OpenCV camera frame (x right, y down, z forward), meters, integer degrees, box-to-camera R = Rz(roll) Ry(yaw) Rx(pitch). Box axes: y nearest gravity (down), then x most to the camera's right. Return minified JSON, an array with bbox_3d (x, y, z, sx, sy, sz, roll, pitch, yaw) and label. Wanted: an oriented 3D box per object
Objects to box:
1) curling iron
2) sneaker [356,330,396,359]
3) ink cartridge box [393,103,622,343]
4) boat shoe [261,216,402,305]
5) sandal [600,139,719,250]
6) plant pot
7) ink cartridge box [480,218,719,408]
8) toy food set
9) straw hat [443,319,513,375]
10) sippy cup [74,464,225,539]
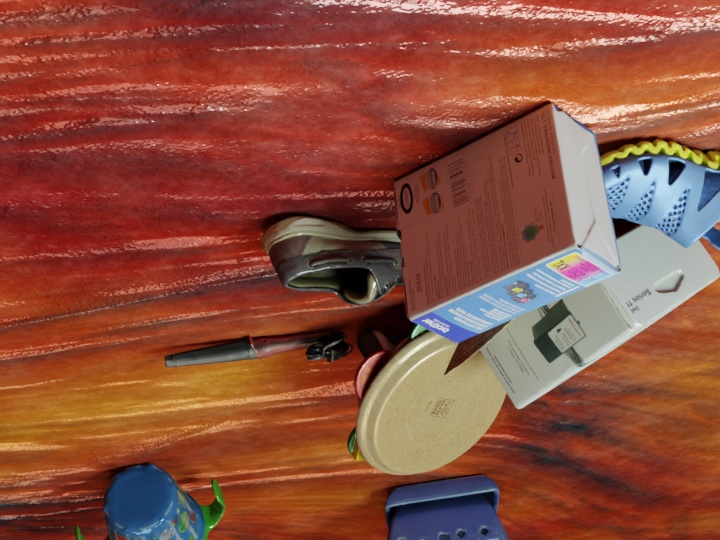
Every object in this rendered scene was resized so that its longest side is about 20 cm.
[{"bbox_3d":[-0.106,0.082,1.469,0.198,0.026,0.050,-3,-167,-3],"label":"curling iron"},{"bbox_3d":[0.072,0.099,1.546,0.115,0.076,0.201,-31,147,3],"label":"sneaker"},{"bbox_3d":[0.104,-0.031,1.163,0.199,0.138,0.076,-24,146,31],"label":"ink cartridge box"},{"bbox_3d":[0.000,0.000,1.282,0.199,0.065,0.072,11,148,-38],"label":"boat shoe"},{"bbox_3d":[0.279,-0.060,1.222,0.198,0.088,0.080,1,156,-16],"label":"sandal"},{"bbox_3d":[0.129,0.416,2.096,0.198,0.182,0.200,-8,156,1],"label":"plant pot"},{"bbox_3d":[0.227,0.037,1.356,0.146,0.083,0.200,-26,169,-37],"label":"ink cartridge box"},{"bbox_3d":[0.074,0.130,1.483,0.196,0.049,0.202,-7,125,-33],"label":"toy food set"},{"bbox_3d":[0.124,-0.003,1.281,0.201,0.085,0.201,-41,178,-2],"label":"straw hat"},{"bbox_3d":[-0.275,0.322,1.834,0.139,0.178,0.131,30,154,23],"label":"sippy cup"}]
